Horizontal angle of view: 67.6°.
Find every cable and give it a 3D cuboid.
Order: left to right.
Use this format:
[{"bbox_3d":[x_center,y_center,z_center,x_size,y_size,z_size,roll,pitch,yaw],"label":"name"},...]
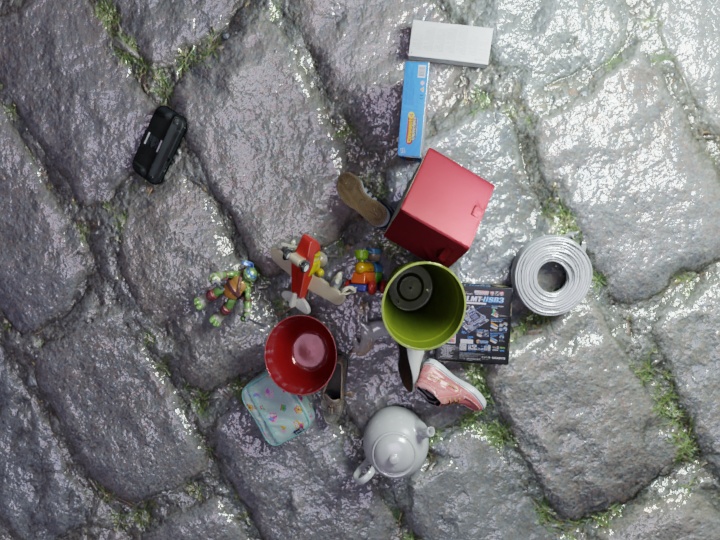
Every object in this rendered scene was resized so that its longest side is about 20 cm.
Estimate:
[{"bbox_3d":[0.478,0.014,1.345,0.194,0.069,0.207,-8,97,9],"label":"cable"}]

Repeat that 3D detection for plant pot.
[{"bbox_3d":[0.136,0.063,1.303,0.194,0.193,0.207,-1,101,-4],"label":"plant pot"}]

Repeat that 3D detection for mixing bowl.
[{"bbox_3d":[-0.146,0.220,1.433,0.194,0.108,0.207,-1,87,10],"label":"mixing bowl"}]

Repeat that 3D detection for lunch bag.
[{"bbox_3d":[-0.229,0.377,1.491,0.158,0.077,0.204,-29,93,10],"label":"lunch bag"}]

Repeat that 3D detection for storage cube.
[{"bbox_3d":[0.178,-0.136,1.256,0.177,0.171,0.204,29,70,-2],"label":"storage cube"}]

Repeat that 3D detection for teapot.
[{"bbox_3d":[0.088,0.472,1.427,0.191,0.146,0.207,9,100,7],"label":"teapot"}]

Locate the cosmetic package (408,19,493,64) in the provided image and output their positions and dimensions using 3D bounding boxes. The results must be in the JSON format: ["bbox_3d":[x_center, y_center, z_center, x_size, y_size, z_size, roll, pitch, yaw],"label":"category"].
[{"bbox_3d":[0.218,-0.549,1.310,0.194,0.051,0.085,10,98,7],"label":"cosmetic package"}]

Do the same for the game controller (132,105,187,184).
[{"bbox_3d":[-0.546,-0.339,1.457,0.103,0.042,0.203,34,101,17],"label":"game controller"}]

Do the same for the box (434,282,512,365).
[{"bbox_3d":[0.291,0.137,1.399,0.193,0.050,0.205,2,98,8],"label":"box"}]

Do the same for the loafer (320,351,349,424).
[{"bbox_3d":[-0.075,0.327,1.470,0.070,0.063,0.206,11,99,5],"label":"loafer"}]

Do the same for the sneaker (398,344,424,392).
[{"bbox_3d":[0.147,0.226,1.423,0.083,0.072,0.206,-18,117,-29],"label":"sneaker"}]

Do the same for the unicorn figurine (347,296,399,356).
[{"bbox_3d":[0.037,0.149,1.423,0.194,0.074,0.142,-12,96,10],"label":"unicorn figurine"}]

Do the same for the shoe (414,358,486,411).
[{"bbox_3d":[0.232,0.326,1.399,0.198,0.072,0.092,37,57,-2],"label":"shoe"}]

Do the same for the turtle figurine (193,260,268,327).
[{"bbox_3d":[-0.357,0.079,1.419,0.192,0.142,0.204,-34,50,29],"label":"turtle figurine"}]

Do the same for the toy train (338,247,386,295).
[{"bbox_3d":[0.000,0.000,1.348,0.082,0.199,0.120,2,91,27],"label":"toy train"}]

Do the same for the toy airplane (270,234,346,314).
[{"bbox_3d":[-0.136,0.008,1.409,0.197,0.141,0.204,-16,108,47],"label":"toy airplane"}]

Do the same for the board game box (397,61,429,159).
[{"bbox_3d":[0.128,-0.367,1.275,0.054,0.196,0.207,6,99,7],"label":"board game box"}]

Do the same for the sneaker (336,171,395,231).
[{"bbox_3d":[0.023,-0.172,1.389,0.071,0.108,0.200,-50,59,14],"label":"sneaker"}]
